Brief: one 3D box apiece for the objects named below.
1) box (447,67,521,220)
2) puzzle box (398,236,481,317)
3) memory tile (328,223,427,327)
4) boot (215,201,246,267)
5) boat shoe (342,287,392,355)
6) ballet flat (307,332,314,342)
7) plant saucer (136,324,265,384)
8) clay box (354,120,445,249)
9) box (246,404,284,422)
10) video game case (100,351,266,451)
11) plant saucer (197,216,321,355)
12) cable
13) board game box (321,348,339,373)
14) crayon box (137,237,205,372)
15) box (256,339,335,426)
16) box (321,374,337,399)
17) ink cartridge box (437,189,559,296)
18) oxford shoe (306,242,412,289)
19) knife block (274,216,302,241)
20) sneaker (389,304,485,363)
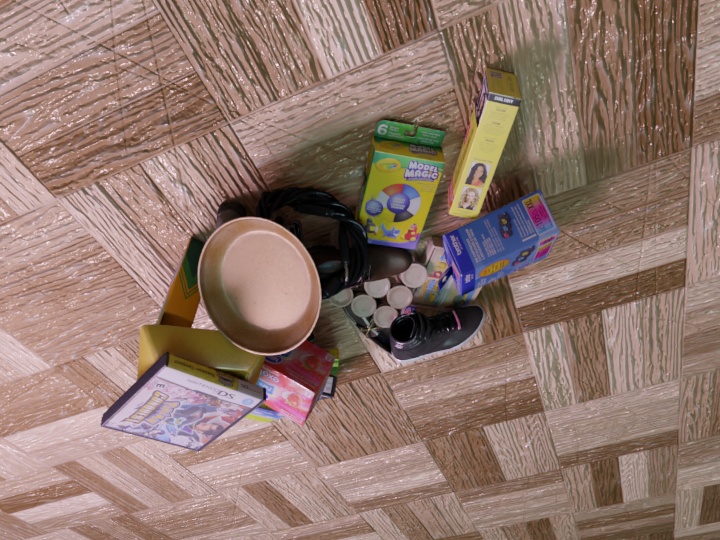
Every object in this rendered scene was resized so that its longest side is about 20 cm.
[{"bbox_3d":[0.176,-0.179,0.807,0.048,0.077,0.204,10,134,-2],"label":"box"},{"bbox_3d":[0.160,0.029,1.040,0.128,0.026,0.204,9,133,-11],"label":"puzzle box"},{"bbox_3d":[0.009,0.014,0.992,0.195,0.017,0.155,26,116,-15],"label":"memory tile"},{"bbox_3d":[-0.222,0.001,0.919,0.065,0.133,0.204,2,134,-4],"label":"boot"},{"bbox_3d":[0.032,0.106,1.083,0.071,0.061,0.199,-30,128,25],"label":"boat shoe"},{"bbox_3d":[-0.188,0.136,1.093,0.192,0.068,0.071,-5,95,-4],"label":"ballet flat"},{"bbox_3d":[-0.254,0.174,0.876,0.193,0.050,0.203,7,135,-19],"label":"plant saucer"},{"bbox_3d":[0.059,-0.129,0.868,0.110,0.049,0.204,6,134,-9],"label":"clay box"},{"bbox_3d":[-0.229,0.293,1.209,0.118,0.049,0.199,18,155,-19],"label":"box"},{"bbox_3d":[-0.274,0.213,0.859,0.178,0.026,0.199,29,124,-36],"label":"video game case"},{"bbox_3d":[-0.142,0.021,0.801,0.193,0.035,0.208,5,107,15],"label":"plant saucer"},{"bbox_3d":[-0.079,-0.056,0.853,0.162,0.201,0.051,-37,170,-20],"label":"cable"},{"bbox_3d":[-0.091,0.189,1.133,0.092,0.031,0.201,1,159,-3],"label":"board game box"},{"bbox_3d":[-0.305,0.063,0.924,0.050,0.204,0.127,23,130,-19],"label":"crayon box"},{"bbox_3d":[-0.156,0.169,0.985,0.196,0.095,0.104,29,129,7],"label":"box"},{"bbox_3d":[-0.161,0.228,1.149,0.193,0.045,0.160,16,161,-14],"label":"box"},{"bbox_3d":[0.207,-0.033,0.890,0.194,0.079,0.137,-23,161,5],"label":"ink cartridge box"},{"bbox_3d":[0.000,0.000,0.919,0.192,0.085,0.075,-8,119,-11],"label":"oxford shoe"},{"bbox_3d":[-0.132,0.001,0.965,0.063,0.180,0.199,26,180,21],"label":"knife block"},{"bbox_3d":[0.139,0.106,1.020,0.194,0.072,0.100,-24,148,6],"label":"sneaker"}]
